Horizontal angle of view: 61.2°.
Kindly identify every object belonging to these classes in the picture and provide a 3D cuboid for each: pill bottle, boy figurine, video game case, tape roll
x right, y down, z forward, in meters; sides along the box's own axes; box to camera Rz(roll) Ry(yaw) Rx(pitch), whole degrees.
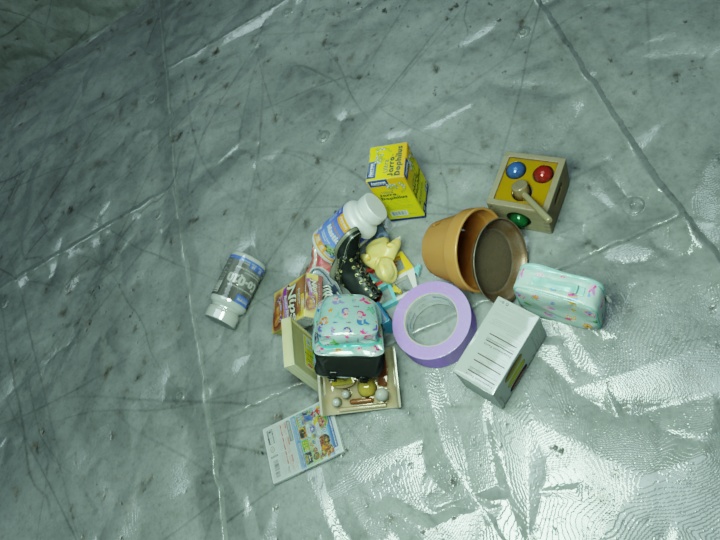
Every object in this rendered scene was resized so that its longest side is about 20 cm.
[{"bbox_3d":[-0.027,-0.113,1.606,0.199,0.111,0.113,-38,50,32],"label":"pill bottle"},{"bbox_3d":[-0.362,0.058,1.749,0.112,0.114,0.202,13,70,30],"label":"pill bottle"},{"bbox_3d":[0.058,-0.049,1.614,0.123,0.065,0.201,-28,43,8],"label":"boy figurine"},{"bbox_3d":[-0.143,0.422,1.508,0.198,0.018,0.145,-27,55,10],"label":"video game case"},{"bbox_3d":[0.180,0.131,1.484,0.197,0.066,0.203,-11,59,19],"label":"tape roll"}]

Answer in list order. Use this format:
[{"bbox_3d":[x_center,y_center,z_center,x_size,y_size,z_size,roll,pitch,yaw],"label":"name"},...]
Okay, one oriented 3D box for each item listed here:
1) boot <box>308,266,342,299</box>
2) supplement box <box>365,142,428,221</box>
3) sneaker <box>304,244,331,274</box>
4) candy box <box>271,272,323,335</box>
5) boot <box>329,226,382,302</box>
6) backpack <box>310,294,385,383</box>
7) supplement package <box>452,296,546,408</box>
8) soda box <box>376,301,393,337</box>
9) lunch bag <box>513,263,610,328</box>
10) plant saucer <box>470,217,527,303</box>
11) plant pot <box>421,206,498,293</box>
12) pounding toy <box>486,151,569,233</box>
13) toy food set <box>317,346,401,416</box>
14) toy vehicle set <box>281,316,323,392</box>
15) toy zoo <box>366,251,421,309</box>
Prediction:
[{"bbox_3d":[-0.083,0.067,1.592,0.072,0.090,0.201,-35,73,2],"label":"boot"},{"bbox_3d":[0.103,-0.233,1.634,0.108,0.200,0.110,-5,62,23],"label":"supplement box"},{"bbox_3d":[-0.096,-0.013,1.701,0.085,0.074,0.203,12,76,19],"label":"sneaker"},{"bbox_3d":[-0.168,0.093,1.605,0.199,0.056,0.119,-29,55,51],"label":"candy box"},{"bbox_3d":[0.001,0.000,1.532,0.073,0.205,0.154,-31,67,-32],"label":"boot"},{"bbox_3d":[-0.029,0.141,1.422,0.174,0.153,0.201,0,34,-1],"label":"backpack"},{"bbox_3d":[0.313,0.184,1.362,0.109,0.114,0.201,27,79,35],"label":"supplement package"},{"bbox_3d":[-0.008,0.173,1.547,0.199,0.068,0.064,-37,56,3],"label":"soda box"},{"bbox_3d":[0.444,0.055,1.341,0.198,0.161,0.078,15,70,32],"label":"lunch bag"},{"bbox_3d":[0.321,-0.022,1.434,0.036,0.200,0.203,1,61,53],"label":"plant saucer"},{"bbox_3d":[0.244,-0.051,1.486,0.139,0.199,0.202,4,64,49],"label":"plant pot"},{"bbox_3d":[0.416,-0.184,1.494,0.182,0.142,0.202,14,70,31],"label":"pounding toy"},{"bbox_3d":[-0.006,0.266,1.459,0.196,0.060,0.146,-8,80,8],"label":"toy food set"},{"bbox_3d":[-0.135,0.213,1.505,0.026,0.200,0.126,-18,56,15],"label":"toy vehicle set"},{"bbox_3d":[0.073,0.033,1.614,0.198,0.020,0.132,-28,55,9],"label":"toy zoo"}]
